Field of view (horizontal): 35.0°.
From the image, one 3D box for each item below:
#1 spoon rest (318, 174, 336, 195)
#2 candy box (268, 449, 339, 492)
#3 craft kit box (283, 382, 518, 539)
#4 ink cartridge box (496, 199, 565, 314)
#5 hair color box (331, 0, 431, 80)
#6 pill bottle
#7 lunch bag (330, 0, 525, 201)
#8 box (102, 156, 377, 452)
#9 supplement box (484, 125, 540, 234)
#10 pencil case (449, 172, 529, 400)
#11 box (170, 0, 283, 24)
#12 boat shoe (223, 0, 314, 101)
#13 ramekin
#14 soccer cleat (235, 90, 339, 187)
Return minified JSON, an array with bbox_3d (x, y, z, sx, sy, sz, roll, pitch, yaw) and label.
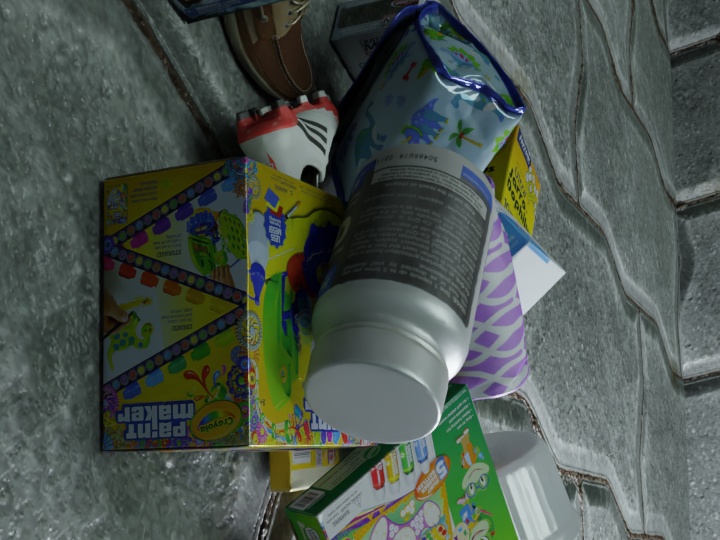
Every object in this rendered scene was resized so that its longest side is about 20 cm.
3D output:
[{"bbox_3d":[0.000,0.000,1.117,0.099,0.060,0.201,-58,136,-55],"label":"spoon rest"},{"bbox_3d":[-0.053,0.092,1.016,0.102,0.026,0.201,16,69,-68],"label":"candy box"},{"bbox_3d":[0.046,0.227,0.946,0.200,0.048,0.198,-35,116,-39],"label":"craft kit box"},{"bbox_3d":[0.107,-0.052,1.211,0.200,0.085,0.144,48,9,26],"label":"ink cartridge box"},{"bbox_3d":[0.056,-0.210,1.247,0.200,0.098,0.061,54,38,-47],"label":"hair color box"},{"bbox_3d":[0.029,0.015,0.818,0.114,0.113,0.201,61,34,-40],"label":"pill bottle"},{"bbox_3d":[0.047,-0.150,1.083,0.127,0.170,0.200,25,26,-22],"label":"lunch bag"},{"bbox_3d":[-0.084,0.037,0.850,0.200,0.121,0.194,16,70,-64],"label":"box"},{"bbox_3d":[0.144,-0.069,1.391,0.201,0.109,0.109,-73,146,-42],"label":"supplement box"},{"bbox_3d":[0.093,0.015,0.978,0.086,0.083,0.201,-80,160,-63],"label":"pencil case"},{"bbox_3d":[-0.077,-0.262,0.847,0.137,0.199,0.040,52,38,-47],"label":"box"},{"bbox_3d":[-0.079,-0.236,0.989,0.076,0.071,0.201,-69,144,-45],"label":"boat shoe"},{"bbox_3d":[0.112,0.236,1.147,0.200,0.200,0.098,-27,100,-64],"label":"ramekin"},{"bbox_3d":[-0.056,-0.105,0.983,0.200,0.068,0.086,-48,123,-76],"label":"soccer cleat"}]
